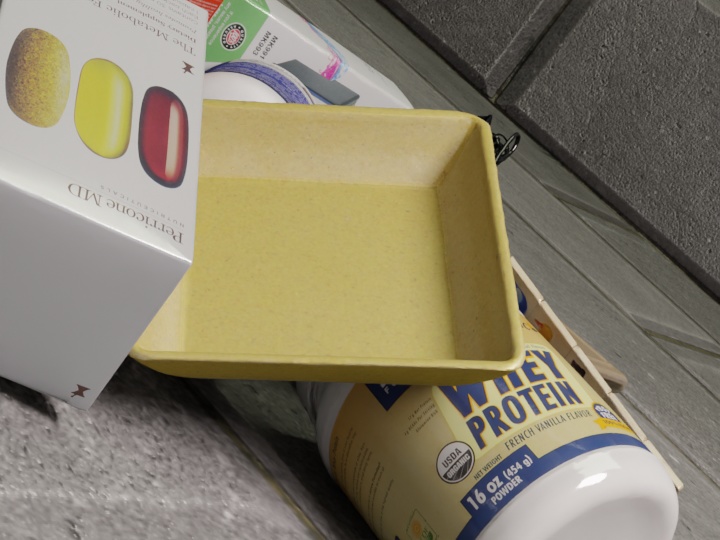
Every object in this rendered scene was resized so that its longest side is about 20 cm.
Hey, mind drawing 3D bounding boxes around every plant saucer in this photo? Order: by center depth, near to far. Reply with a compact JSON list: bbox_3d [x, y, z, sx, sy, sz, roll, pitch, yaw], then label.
[{"bbox_3d":[-0.022,-0.009,0.877,0.197,0.049,0.201,2,44,-5],"label":"plant saucer"}]

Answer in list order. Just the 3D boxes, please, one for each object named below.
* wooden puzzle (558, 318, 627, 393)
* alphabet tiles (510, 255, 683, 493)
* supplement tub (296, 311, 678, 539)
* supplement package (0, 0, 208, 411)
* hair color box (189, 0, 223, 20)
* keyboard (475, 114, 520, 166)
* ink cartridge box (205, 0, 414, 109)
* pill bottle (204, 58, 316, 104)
[{"bbox_3d":[0.122,0.031,1.378,0.185,0.037,0.200,43,8,31],"label":"wooden puzzle"},{"bbox_3d":[0.099,0.088,1.004,0.008,0.168,0.201,-23,68,-31],"label":"alphabet tiles"},{"bbox_3d":[0.063,0.101,0.910,0.144,0.145,0.200,24,19,-48],"label":"supplement tub"},{"bbox_3d":[-0.147,-0.054,0.791,0.113,0.110,0.201,24,36,-23],"label":"supplement package"},{"bbox_3d":[-0.166,-0.188,1.155,0.101,0.201,0.061,41,13,13],"label":"hair color box"},{"bbox_3d":[0.039,-0.058,1.059,0.103,0.040,0.200,1,20,20],"label":"keyboard"},{"bbox_3d":[-0.077,-0.134,1.337,0.199,0.146,0.088,32,13,-27],"label":"ink cartridge box"},{"bbox_3d":[-0.094,-0.085,1.179,0.119,0.120,0.200,37,11,-3],"label":"pill bottle"}]
